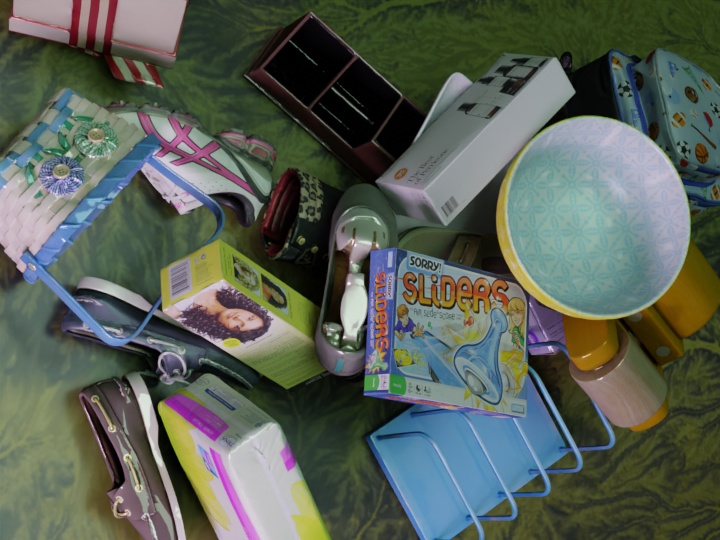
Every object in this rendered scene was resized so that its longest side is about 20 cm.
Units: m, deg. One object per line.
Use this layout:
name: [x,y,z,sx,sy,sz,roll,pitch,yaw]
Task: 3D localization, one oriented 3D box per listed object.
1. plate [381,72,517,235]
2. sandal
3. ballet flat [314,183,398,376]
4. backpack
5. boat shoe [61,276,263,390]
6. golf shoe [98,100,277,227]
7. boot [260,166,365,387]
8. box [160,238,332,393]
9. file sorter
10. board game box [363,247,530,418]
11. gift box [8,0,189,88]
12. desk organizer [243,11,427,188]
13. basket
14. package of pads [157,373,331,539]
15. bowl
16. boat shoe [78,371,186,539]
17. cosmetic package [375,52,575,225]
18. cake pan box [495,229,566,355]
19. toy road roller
plate: [0.102,-0.069,1.751,0.200,0.032,0.200,37,78,-35]
sandal: [0.102,-0.004,1.709,0.201,0.057,0.080,-6,103,-35]
ballet flat: [0.000,0.000,1.610,0.067,0.064,0.200,10,67,-3]
backpack: [0.316,-0.138,1.831,0.190,0.154,0.200,17,62,-49]
boat shoe: [-0.187,0.073,1.633,0.200,0.075,0.062,28,69,-19]
golf shoe: [-0.175,-0.104,1.665,0.200,0.073,0.092,16,75,-24]
boot: [-0.029,0.003,1.708,0.150,0.073,0.200,24,68,-36]
box: [-0.095,0.046,1.600,0.200,0.075,0.050,35,37,-45]
file sorter: [0.137,0.175,1.757,0.200,0.123,0.139,-32,97,-27]
board game box: [0.085,0.062,1.624,0.200,0.034,0.136,13,75,-45]
gift box: [-0.219,-0.292,1.604,0.200,0.187,0.185,18,73,-8]
desk organizer: [-0.012,-0.168,1.755,0.200,0.077,0.072,40,67,-16]
basket: [-0.243,-0.050,1.572,0.200,0.139,0.176,42,57,-11]
package of pads: [-0.101,0.204,1.586,0.068,0.154,0.200,-32,119,-20]
bowl: [0.214,-0.043,1.698,0.200,0.108,0.200,3,79,-17]
boat shoe: [-0.210,0.197,1.607,0.059,0.072,0.200,-14,85,-22]
cosmetic package: [0.112,-0.131,1.677,0.200,0.083,0.051,-46,119,-20]
cake pan box: [0.230,-0.032,1.875,0.200,0.052,0.184,-31,99,-27]
toy road roller: [0.291,0.048,1.751,0.123,0.146,0.200,47,28,-30]
